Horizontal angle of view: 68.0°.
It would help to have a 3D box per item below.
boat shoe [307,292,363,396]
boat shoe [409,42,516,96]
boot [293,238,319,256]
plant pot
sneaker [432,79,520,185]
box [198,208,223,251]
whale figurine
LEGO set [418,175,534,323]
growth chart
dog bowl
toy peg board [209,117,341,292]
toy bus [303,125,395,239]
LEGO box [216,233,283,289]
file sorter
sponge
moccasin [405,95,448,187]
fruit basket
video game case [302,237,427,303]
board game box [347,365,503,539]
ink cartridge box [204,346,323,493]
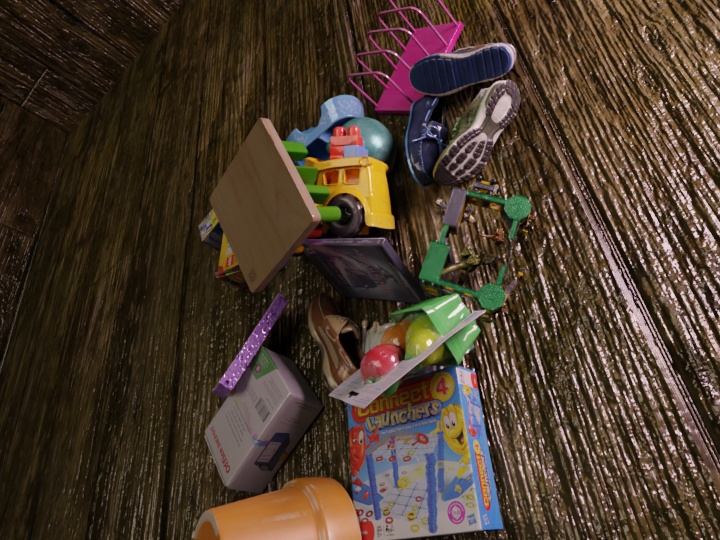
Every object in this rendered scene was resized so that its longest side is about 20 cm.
[{"bbox_3d":[-0.031,0.116,0.901,0.074,0.075,0.202,-44,46,26],"label":"boat shoe"},{"bbox_3d":[0.185,-0.364,0.967,0.197,0.073,0.072,4,29,32],"label":"boat shoe"},{"bbox_3d":[-0.121,-0.126,1.147,0.130,0.068,0.202,20,75,52],"label":"boot"},{"bbox_3d":[-0.124,0.388,0.722,0.199,0.181,0.204,-28,55,51],"label":"plant pot"},{"bbox_3d":[0.185,-0.231,0.907,0.201,0.077,0.089,-52,29,1],"label":"sneaker"},{"bbox_3d":[-0.321,-0.150,1.347,0.200,0.064,0.070,-45,44,15],"label":"box"},{"bbox_3d":[-0.023,-0.207,1.034,0.200,0.104,0.159,-45,64,5],"label":"whale figurine"},{"bbox_3d":[0.169,-0.022,0.791,0.151,0.116,0.204,9,75,15],"label":"LEGO set"},{"bbox_3d":[0.067,0.138,0.840,0.198,0.018,0.147,-12,60,40],"label":"growth chart"},{"bbox_3d":[-0.072,-0.290,1.155,0.199,0.111,0.050,-33,62,26],"label":"dog bowl"},{"bbox_3d":[-0.137,-0.104,0.891,0.199,0.097,0.202,-44,65,36],"label":"toy peg board"},{"bbox_3d":[-0.046,-0.152,0.954,0.197,0.135,0.196,-2,94,23],"label":"toy bus"},{"bbox_3d":[-0.244,-0.081,1.221,0.147,0.077,0.203,-22,54,34],"label":"LEGO box"},{"bbox_3d":[0.082,-0.436,1.065,0.138,0.125,0.202,21,83,50],"label":"file sorter"},{"bbox_3d":[-0.208,0.144,1.016,0.202,0.030,0.112,-59,7,-28],"label":"sponge"},{"bbox_3d":[0.123,-0.245,0.957,0.067,0.080,0.203,-16,58,32],"label":"moccasin"},{"bbox_3d":[0.058,0.119,0.718,0.199,0.094,0.185,-41,5,-19],"label":"fruit basket"},{"bbox_3d":[0.000,0.000,0.891,0.198,0.143,0.019,4,52,45],"label":"video game case"},{"bbox_3d":[0.076,0.253,0.726,0.198,0.056,0.199,-25,57,33],"label":"board game box"},{"bbox_3d":[-0.178,0.266,0.955,0.201,0.087,0.145,-54,41,4],"label":"ink cartridge box"}]
